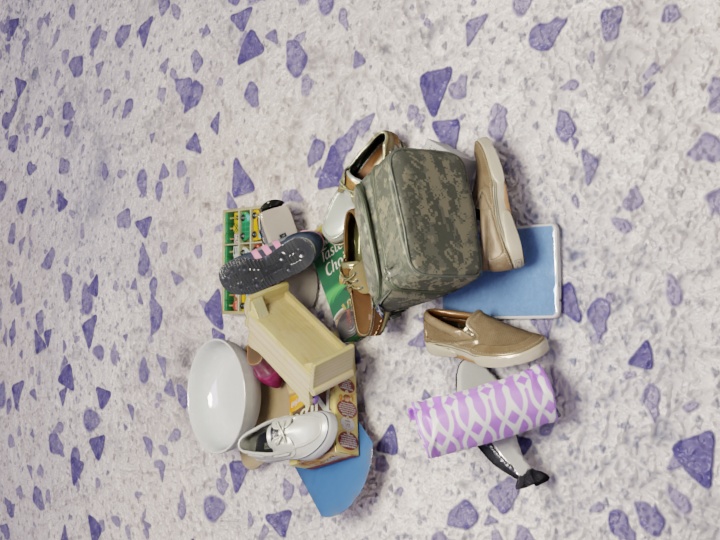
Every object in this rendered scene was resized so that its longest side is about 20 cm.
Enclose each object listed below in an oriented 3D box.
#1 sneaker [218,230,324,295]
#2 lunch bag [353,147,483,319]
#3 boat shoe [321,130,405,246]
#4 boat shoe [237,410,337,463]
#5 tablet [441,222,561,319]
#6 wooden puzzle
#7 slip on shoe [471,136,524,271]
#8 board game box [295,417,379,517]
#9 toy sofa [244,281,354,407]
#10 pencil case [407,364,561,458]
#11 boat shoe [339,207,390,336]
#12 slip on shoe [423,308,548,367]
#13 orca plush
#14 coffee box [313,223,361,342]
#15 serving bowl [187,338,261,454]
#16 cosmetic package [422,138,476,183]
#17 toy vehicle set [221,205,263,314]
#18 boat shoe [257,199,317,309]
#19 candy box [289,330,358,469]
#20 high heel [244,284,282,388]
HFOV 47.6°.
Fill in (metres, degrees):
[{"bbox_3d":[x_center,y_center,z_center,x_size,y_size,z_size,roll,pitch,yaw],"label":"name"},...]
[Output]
[{"bbox_3d":[-0.145,-0.014,1.373,0.198,0.082,0.071,-17,103,26],"label":"sneaker"},{"bbox_3d":[0.066,-0.049,1.146,0.167,0.138,0.203,-35,62,56],"label":"lunch bag"},{"bbox_3d":[-0.005,-0.135,1.297,0.074,0.068,0.201,31,92,23],"label":"boat shoe"},{"bbox_3d":[-0.119,0.267,1.292,0.199,0.065,0.074,-30,54,38],"label":"boat shoe"},{"bbox_3d":[0.198,0.005,1.180,0.198,0.014,0.132,-4,85,43],"label":"tablet"},{"bbox_3d":[-0.175,0.231,1.482,0.185,0.037,0.202,-42,58,32],"label":"wooden puzzle"},{"bbox_3d":[0.179,-0.093,1.148,0.060,0.076,0.203,-14,73,8],"label":"slip on shoe"},{"bbox_3d":[-0.035,0.307,1.352,0.159,0.039,0.200,-59,38,14],"label":"board game box"},{"bbox_3d":[-0.100,0.117,1.311,0.200,0.082,0.099,39,138,36],"label":"toy sofa"},{"bbox_3d":[0.166,0.185,1.091,0.086,0.197,0.085,-108,2,-57],"label":"pencil case"},{"bbox_3d":[0.000,0.000,1.254,0.075,0.073,0.203,-8,82,50],"label":"boat shoe"},{"bbox_3d":[0.170,0.088,1.149,0.199,0.076,0.061,4,113,48],"label":"slip on shoe"},{"bbox_3d":[0.194,0.222,1.157,0.105,0.071,0.200,-34,61,-15],"label":"orca plush"},{"bbox_3d":[-0.013,0.003,1.350,0.123,0.044,0.202,-34,66,35],"label":"coffee box"},{"bbox_3d":[-0.235,0.224,1.464,0.199,0.065,0.203,-7,80,50],"label":"serving bowl"},{"bbox_3d":[0.100,-0.090,1.240,0.082,0.050,0.202,38,113,47],"label":"cosmetic package"},{"bbox_3d":[-0.213,-0.018,1.542,0.123,0.026,0.203,-4,85,42],"label":"toy vehicle set"},{"bbox_3d":[-0.131,-0.026,1.453,0.093,0.074,0.203,-177,72,-77],"label":"boat shoe"},{"bbox_3d":[-0.063,0.214,1.345,0.115,0.055,0.202,-26,55,39],"label":"candy box"},{"bbox_3d":[-0.162,0.105,1.442,0.067,0.096,0.202,-7,54,18],"label":"high heel"}]
